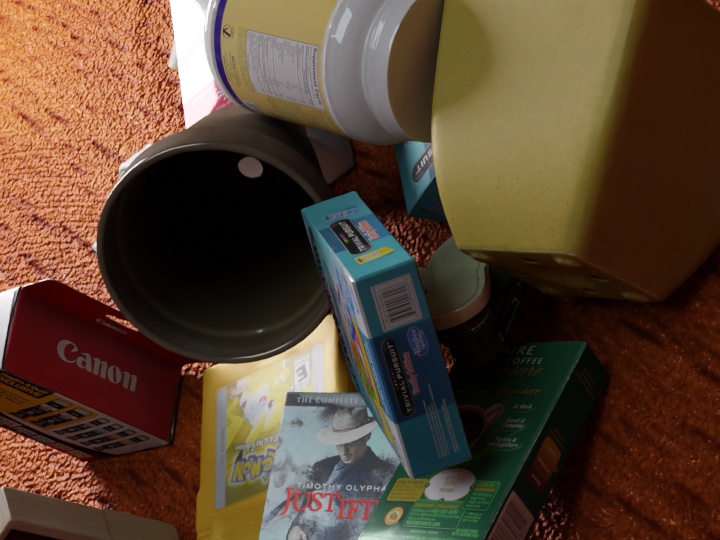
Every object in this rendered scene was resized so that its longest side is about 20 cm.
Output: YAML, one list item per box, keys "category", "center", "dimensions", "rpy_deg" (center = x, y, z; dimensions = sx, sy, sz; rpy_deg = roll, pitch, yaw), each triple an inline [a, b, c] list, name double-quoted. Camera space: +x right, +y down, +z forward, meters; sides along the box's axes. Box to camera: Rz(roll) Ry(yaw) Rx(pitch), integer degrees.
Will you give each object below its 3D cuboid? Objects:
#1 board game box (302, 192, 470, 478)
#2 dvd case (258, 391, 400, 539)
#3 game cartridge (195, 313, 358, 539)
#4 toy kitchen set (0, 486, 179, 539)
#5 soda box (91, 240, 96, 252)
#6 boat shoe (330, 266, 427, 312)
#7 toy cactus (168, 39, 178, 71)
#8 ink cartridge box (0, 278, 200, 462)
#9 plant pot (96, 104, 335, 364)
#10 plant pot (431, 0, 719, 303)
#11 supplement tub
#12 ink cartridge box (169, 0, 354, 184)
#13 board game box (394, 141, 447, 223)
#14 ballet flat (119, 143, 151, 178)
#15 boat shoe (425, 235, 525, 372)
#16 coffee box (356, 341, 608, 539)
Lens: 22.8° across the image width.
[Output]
- category: "board game box"
  center: [0.015, 0.042, 1.296]
  dimensions: [0.047, 0.152, 0.200]
  rpy_deg: [-19, 18, -7]
- category: "dvd case"
  center: [-0.010, 0.192, 1.400]
  dimensions: [0.145, 0.022, 0.201]
  rpy_deg: [0, 64, 25]
- category: "game cartridge"
  center: [-0.070, 0.151, 1.513]
  dimensions: [0.176, 0.032, 0.201]
  rpy_deg: [-25, 50, 34]
- category: "toy kitchen set"
  center: [-0.234, 0.319, 1.453]
  dimensions: [0.163, 0.180, 0.200]
  rpy_deg: [-52, 40, 22]
- category: "soda box"
  center: [-0.173, 0.005, 1.677]
  dimensions: [0.063, 0.071, 0.200]
  rpy_deg: [-55, 40, 3]
- category: "boat shoe"
  center: [0.000, 0.000, 1.503]
  dimensions: [0.199, 0.072, 0.065]
  rpy_deg: [0, 69, 52]
- category: "toy cactus"
  center: [-0.156, -0.281, 1.829]
  dimensions: [0.200, 0.102, 0.166]
  rpy_deg: [29, 99, 42]
- category: "ink cartridge box"
  center: [-0.266, 0.094, 1.617]
  dimensions: [0.175, 0.200, 0.084]
  rpy_deg: [-16, 57, 41]
- category: "plant pot"
  center: [-0.103, -0.052, 1.480]
  dimensions: [0.200, 0.200, 0.174]
  rpy_deg: [-37, 19, 24]
- category: "plant pot"
  center: [0.166, -0.088, 1.298]
  dimensions: [0.195, 0.194, 0.201]
  rpy_deg: [5, 76, 47]
- category: "supplement tub"
  center: [-0.011, -0.180, 1.407]
  dimensions: [0.199, 0.145, 0.146]
  rpy_deg: [18, 80, 40]
- category: "ink cartridge box"
  center: [-0.092, -0.179, 1.645]
  dimensions: [0.085, 0.147, 0.201]
  rpy_deg: [-33, 48, 28]
- category: "board game box"
  center: [0.077, -0.165, 1.502]
  dimensions: [0.151, 0.047, 0.201]
  rpy_deg: [-53, 35, 42]
- category: "ballet flat"
  center: [-0.162, -0.104, 1.745]
  dimensions: [0.199, 0.069, 0.070]
  rpy_deg: [3, 69, 48]
- category: "boat shoe"
  center: [0.095, 0.017, 1.371]
  dimensions: [0.074, 0.066, 0.200]
  rpy_deg: [-24, 16, 15]
- category: "coffee box"
  center: [0.089, 0.138, 1.298]
  dimensions: [0.123, 0.044, 0.200]
  rpy_deg: [-6, 43, 44]
